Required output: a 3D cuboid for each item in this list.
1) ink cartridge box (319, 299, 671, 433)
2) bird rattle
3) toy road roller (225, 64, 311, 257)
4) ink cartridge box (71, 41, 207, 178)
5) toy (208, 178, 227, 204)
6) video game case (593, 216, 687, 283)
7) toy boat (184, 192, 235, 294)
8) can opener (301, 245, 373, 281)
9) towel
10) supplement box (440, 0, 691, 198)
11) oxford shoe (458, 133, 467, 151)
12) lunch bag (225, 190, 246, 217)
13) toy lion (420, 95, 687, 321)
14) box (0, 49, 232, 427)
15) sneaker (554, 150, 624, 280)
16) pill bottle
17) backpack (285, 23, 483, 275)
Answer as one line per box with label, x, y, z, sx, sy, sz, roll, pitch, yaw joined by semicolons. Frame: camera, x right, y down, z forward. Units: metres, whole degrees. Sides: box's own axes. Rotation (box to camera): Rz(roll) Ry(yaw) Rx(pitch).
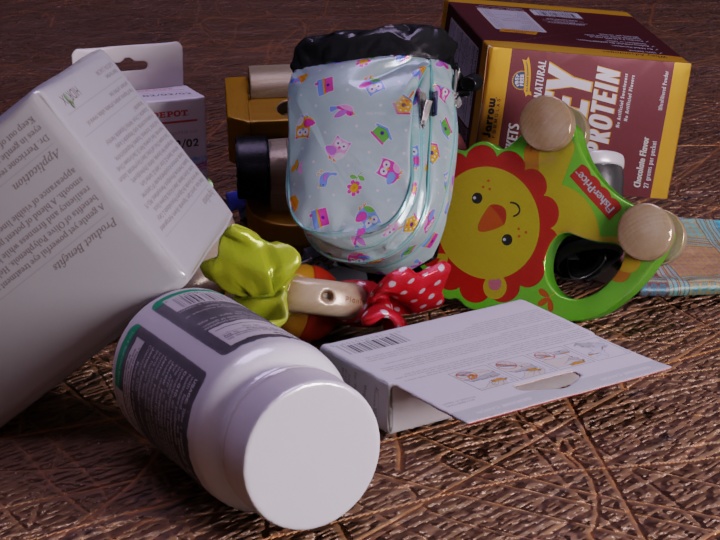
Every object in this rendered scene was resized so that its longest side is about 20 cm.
ink cartridge box;0.097;0.080;1.294;0.199;0.044;0.173;-11;24;-34
bird rattle;-0.033;0.018;1.424;0.198;0.114;0.163;-3;-1;-17
toy road roller;-0.062;-0.091;1.659;0.122;0.147;0.201;-3;37;-5
ink cartridge box;-0.208;-0.109;1.674;0.114;0.202;0.068;-7;17;-21
toy;-0.228;-0.117;1.818;0.115;0.048;0.199;6;-16;43
video game case;0.240;-0.030;1.703;0.181;0.023;0.199;-14;21;-38
toy boat;-0.200;-0.007;1.515;0.198;0.132;0.131;-4;-15;-3
can opener;0.000;0.000;1.593;0.067;0.054;0.199;43;34;20
towel;0.316;-0.015;1.595;0.198;0.022;0.147;-1;24;-15
supplement box;0.186;-0.169;1.705;0.195;0.134;0.200;3;21;-10
oxford shoe;0.052;-0.127;1.633;0.070;0.075;0.200;-17;-1;-13
lunch bag;-0.042;-0.103;1.793;0.198;0.095;0.151;-18;0;-11
toy lion;0.145;-0.034;1.498;0.200;0.192;0.069;49;14;17
box;-0.230;-0.027;1.305;0.198;0.172;0.200;-37;8;14
sneaker;0.168;-0.033;1.593;0.070;0.100;0.200;7;-17;-28
pill bottle;-0.076;0.088;1.143;0.112;0.114;0.200;-9;18;-27
backpack;0.006;-0.099;1.478;0.166;0.202;0.126;-5;-15;26
